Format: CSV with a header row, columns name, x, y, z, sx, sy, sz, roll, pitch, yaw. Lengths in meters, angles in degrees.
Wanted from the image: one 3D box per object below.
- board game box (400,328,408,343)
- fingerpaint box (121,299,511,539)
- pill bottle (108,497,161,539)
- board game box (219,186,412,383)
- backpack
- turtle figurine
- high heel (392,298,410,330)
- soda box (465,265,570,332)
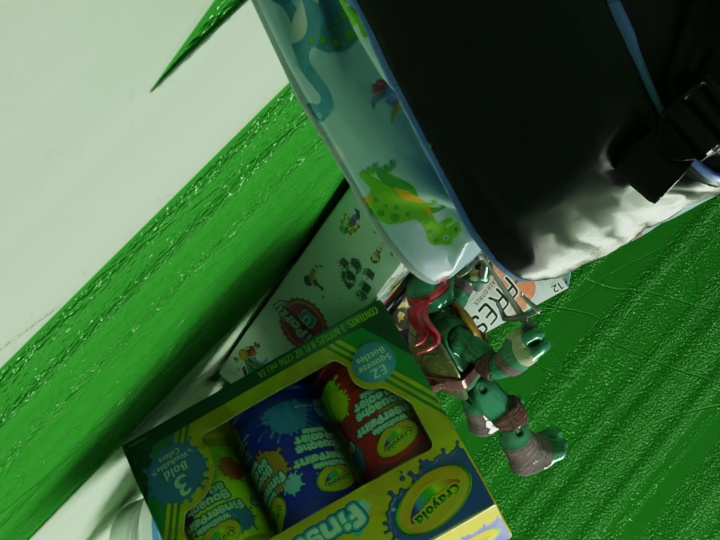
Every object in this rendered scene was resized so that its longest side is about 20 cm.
name,x,y,z,sx,sy,sz,roll,pitch,yaw
board game box,-0.029,0.094,1.306,0.199,0.032,0.120,-20,-171,41
fingerpaint box,-0.030,0.143,1.094,0.199,0.167,0.073,-29,151,0
pill bottle,-0.092,0.187,1.240,0.199,0.113,0.112,-23,-170,37
board game box,0.000,0.000,1.198,0.200,0.064,0.147,-53,172,37
backpack,0.058,-0.105,0.595,0.146,0.184,0.200,-26,-171,31
turtle figurine,0.082,0.050,1.212,0.100,0.201,0.150,-23,-145,3
high heel,-0.002,0.029,1.412,0.201,0.141,0.072,65,33,-47
soda box,0.104,0.023,1.616,0.199,0.064,0.068,-30,-165,23
